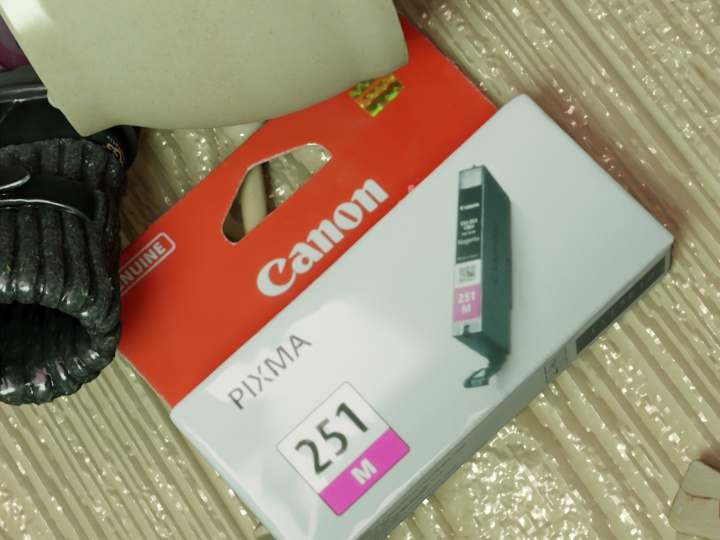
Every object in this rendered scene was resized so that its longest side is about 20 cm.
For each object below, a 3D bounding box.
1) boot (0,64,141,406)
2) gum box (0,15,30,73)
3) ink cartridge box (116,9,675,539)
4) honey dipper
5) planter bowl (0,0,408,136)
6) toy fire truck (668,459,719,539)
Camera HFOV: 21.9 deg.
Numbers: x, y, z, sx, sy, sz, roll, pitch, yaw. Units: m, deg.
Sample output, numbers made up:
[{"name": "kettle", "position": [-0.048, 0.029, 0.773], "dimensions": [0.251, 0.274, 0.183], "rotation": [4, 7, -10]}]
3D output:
[{"name": "boot", "position": [-0.194, -0.006, 0.801], "dimensions": [0.210, 0.080, 0.158], "rotation": [-16, 43, 18]}, {"name": "gum box", "position": [-0.234, -0.121, 0.812], "dimensions": [0.113, 0.200, 0.067], "rotation": [-11, 76, 18]}, {"name": "ink cartridge box", "position": [0.000, 0.000, 0.771], "dimensions": [0.200, 0.044, 0.174], "rotation": [-42, 72, -7]}, {"name": "honey dipper", "position": [-0.039, 0.016, 0.810], "dimensions": [0.038, 0.038, 0.201], "rotation": [-12, 73, 16]}, {"name": "planter bowl", "position": [-0.088, -0.138, 0.753], "dimensions": [0.134, 0.200, 0.201], "rotation": [-30, 71, -2]}, {"name": "toy fire truck", "position": [0.149, 0.087, 0.699], "dimensions": [0.049, 0.141, 0.201], "rotation": [23, 49, -13]}]
